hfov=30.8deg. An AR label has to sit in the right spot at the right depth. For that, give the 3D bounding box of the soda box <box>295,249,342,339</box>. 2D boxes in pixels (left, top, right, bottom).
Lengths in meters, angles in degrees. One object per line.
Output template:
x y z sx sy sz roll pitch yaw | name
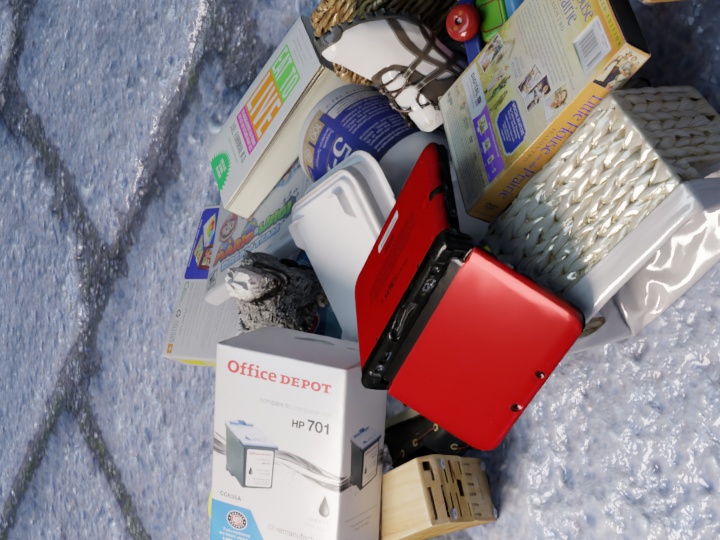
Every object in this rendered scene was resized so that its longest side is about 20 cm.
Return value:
-0.048 0.043 1.439 0.064 0.068 0.200 53 130 37 | soda box

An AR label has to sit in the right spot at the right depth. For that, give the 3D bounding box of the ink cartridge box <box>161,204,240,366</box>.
-0.147 0.016 1.541 0.200 0.047 0.198 1 71 51 | ink cartridge box

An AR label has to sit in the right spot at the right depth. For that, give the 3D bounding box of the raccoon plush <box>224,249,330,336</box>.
-0.111 0.055 1.326 0.097 0.200 0.134 23 99 28 | raccoon plush

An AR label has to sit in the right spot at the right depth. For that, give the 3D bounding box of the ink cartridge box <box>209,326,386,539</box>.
-0.059 0.166 1.225 0.146 0.086 0.200 9 104 29 | ink cartridge box

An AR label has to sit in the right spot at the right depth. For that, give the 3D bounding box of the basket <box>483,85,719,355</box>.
0.210 -0.041 1.041 0.123 0.136 0.200 58 133 23 | basket

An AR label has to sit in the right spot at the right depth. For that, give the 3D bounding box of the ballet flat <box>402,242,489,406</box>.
0.100 0.067 1.262 0.067 0.067 0.200 32 118 14 | ballet flat

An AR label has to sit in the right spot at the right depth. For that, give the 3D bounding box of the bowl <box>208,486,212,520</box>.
-0.056 0.213 1.382 0.108 0.200 0.200 31 117 21 | bowl

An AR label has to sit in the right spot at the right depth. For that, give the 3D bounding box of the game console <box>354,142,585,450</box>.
0.082 0.024 1.087 0.200 0.119 0.172 118 155 -45 | game console

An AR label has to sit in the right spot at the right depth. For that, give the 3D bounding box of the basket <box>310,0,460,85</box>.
0.034 -0.293 1.265 0.200 0.143 0.149 -45 58 42 | basket

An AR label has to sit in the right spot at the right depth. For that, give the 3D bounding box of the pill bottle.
0.038 -0.095 1.285 0.200 0.120 0.120 40 121 44 | pill bottle

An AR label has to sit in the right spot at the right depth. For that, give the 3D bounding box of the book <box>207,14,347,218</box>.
-0.097 -0.174 1.469 0.200 0.048 0.134 -52 35 21 | book

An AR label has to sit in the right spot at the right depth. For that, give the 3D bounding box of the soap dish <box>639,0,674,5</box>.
0.230 -0.282 1.012 0.200 0.157 0.081 51 140 38 | soap dish

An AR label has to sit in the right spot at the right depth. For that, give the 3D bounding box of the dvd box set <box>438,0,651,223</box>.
0.142 -0.155 1.062 0.200 0.029 0.146 -49 36 34 | dvd box set

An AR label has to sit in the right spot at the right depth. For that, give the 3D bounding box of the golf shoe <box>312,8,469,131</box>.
0.048 -0.178 1.200 0.078 0.200 0.095 -25 66 50 | golf shoe

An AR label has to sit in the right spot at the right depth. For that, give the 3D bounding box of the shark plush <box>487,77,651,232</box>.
0.155 -0.122 1.099 0.091 0.083 0.200 43 105 3 | shark plush

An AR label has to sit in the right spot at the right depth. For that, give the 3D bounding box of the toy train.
0.157 -0.163 1.172 0.116 0.085 0.200 -18 76 37 | toy train

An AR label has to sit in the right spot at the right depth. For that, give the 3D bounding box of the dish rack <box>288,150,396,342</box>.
0.000 0.000 1.247 0.200 0.044 0.172 64 150 2 | dish rack

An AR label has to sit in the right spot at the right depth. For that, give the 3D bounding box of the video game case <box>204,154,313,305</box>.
-0.100 -0.076 1.463 0.200 0.024 0.182 -33 40 40 | video game case

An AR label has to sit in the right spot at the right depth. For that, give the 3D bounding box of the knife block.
0.033 0.232 1.263 0.175 0.200 0.064 -19 74 20 | knife block

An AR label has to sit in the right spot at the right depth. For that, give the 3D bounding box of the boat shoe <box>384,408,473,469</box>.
0.095 0.147 1.253 0.201 0.074 0.063 -35 61 48 | boat shoe
